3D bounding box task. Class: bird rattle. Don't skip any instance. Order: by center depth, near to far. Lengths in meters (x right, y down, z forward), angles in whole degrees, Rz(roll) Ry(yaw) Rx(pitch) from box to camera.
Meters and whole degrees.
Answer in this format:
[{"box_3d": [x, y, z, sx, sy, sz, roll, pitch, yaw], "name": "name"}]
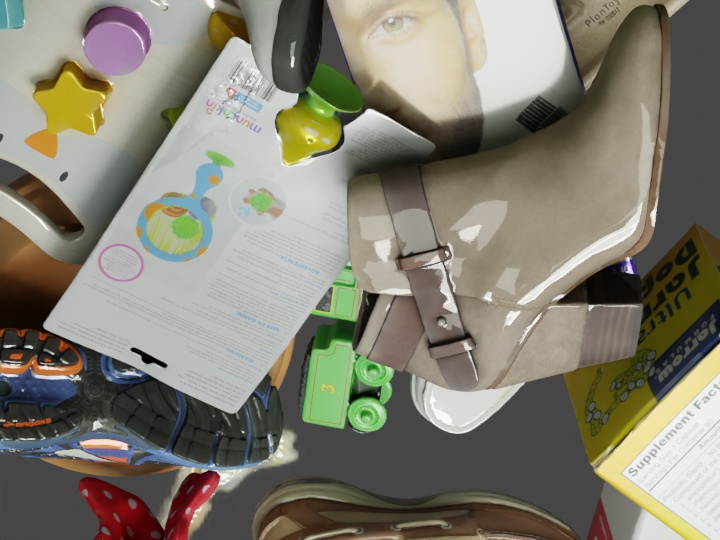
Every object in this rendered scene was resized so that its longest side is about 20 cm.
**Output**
[{"box_3d": [-0.097, 0.207, 1.181, 0.112, 0.164, 0.200, -5, 151, -13], "name": "bird rattle"}]

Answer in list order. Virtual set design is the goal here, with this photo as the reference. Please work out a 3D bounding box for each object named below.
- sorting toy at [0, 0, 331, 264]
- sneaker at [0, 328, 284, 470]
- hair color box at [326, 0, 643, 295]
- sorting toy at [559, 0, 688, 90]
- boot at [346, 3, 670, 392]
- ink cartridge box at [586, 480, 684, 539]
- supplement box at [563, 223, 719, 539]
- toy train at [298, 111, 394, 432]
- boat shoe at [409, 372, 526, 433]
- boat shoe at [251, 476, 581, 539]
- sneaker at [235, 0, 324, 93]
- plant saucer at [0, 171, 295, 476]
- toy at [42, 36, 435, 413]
[{"box_3d": [-0.142, -0.096, 1.063, 0.199, 0.107, 0.180, 30, 113, -18], "name": "sorting toy"}, {"box_3d": [-0.135, 0.070, 1.134, 0.198, 0.078, 0.076, 10, 73, -22], "name": "sneaker"}, {"box_3d": [0.063, -0.069, 1.062, 0.108, 0.065, 0.201, -17, 106, 9], "name": "hair color box"}, {"box_3d": [0.073, -0.186, 1.074, 0.185, 0.037, 0.200, -41, 108, 16], "name": "sorting toy"}, {"box_3d": [0.066, -0.032, 1.005, 0.145, 0.070, 0.202, 4, 111, 1], "name": "boot"}, {"box_3d": [0.225, 0.114, 1.209, 0.143, 0.084, 0.201, 10, 115, -9], "name": "ink cartridge box"}, {"box_3d": [0.216, 0.091, 1.089, 0.200, 0.110, 0.109, 37, 108, -19], "name": "supplement box"}, {"box_3d": [0.000, 0.000, 1.161, 0.056, 0.042, 0.201, 9, 117, 3], "name": "toy train"}, {"box_3d": [0.089, 0.017, 1.157, 0.070, 0.069, 0.201, 23, 114, -17], "name": "boat shoe"}, {"box_3d": [0.035, 0.173, 1.233, 0.198, 0.072, 0.076, 4, 117, -6], "name": "boat shoe"}, {"box_3d": [-0.070, -0.175, 0.995, 0.107, 0.203, 0.067, 1, 158, 1], "name": "sneaker"}, {"box_3d": [-0.133, 0.033, 1.169, 0.198, 0.038, 0.202, -2, 118, -4], "name": "plant saucer"}, {"box_3d": [-0.063, -0.026, 1.063, 0.115, 0.047, 0.200, 26, 125, -18], "name": "toy"}]
